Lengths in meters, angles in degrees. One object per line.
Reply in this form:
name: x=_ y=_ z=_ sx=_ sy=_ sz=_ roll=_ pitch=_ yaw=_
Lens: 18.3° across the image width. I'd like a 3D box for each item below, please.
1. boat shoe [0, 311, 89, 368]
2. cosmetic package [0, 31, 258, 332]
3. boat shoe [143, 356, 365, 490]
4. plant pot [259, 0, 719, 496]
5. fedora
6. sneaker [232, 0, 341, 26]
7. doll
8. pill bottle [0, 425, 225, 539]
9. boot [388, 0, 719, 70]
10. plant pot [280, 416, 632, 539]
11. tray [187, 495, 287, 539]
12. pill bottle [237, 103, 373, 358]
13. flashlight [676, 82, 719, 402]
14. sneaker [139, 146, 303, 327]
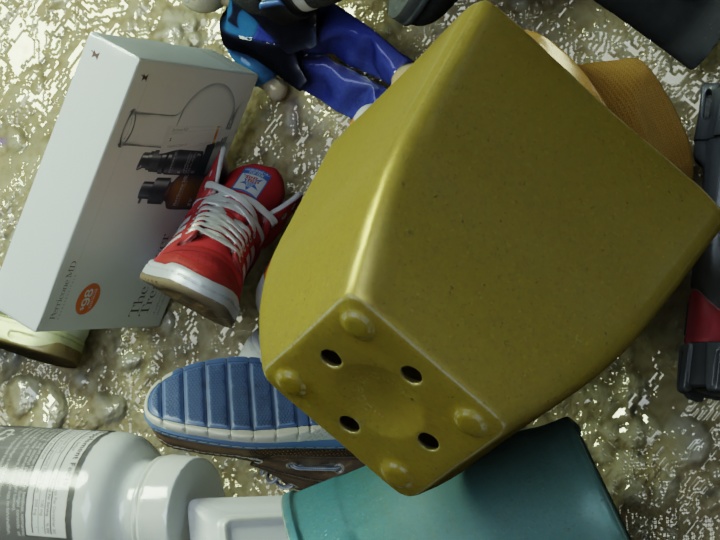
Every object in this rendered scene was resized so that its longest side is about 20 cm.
boat shoe: x=-0.287 y=0.016 z=1.652 sx=0.199 sy=0.073 sz=0.064 roll=15 pitch=80 yaw=25
cosmetic package: x=-0.162 y=-0.058 z=1.540 sx=0.051 sy=0.150 sz=0.201 roll=29 pitch=105 yaw=28
boat shoe: x=-0.039 y=0.106 z=1.432 sx=0.198 sy=0.073 sz=0.073 roll=2 pitch=42 yaw=-1
plant pot: x=0.054 y=0.011 z=1.285 sx=0.195 sy=0.200 sz=0.194 roll=40 pitch=141 yaw=-7
fedora: x=0.153 y=-0.073 z=1.412 sx=0.081 sy=0.201 sz=0.201 roll=-27 pitch=65 yaw=-16
sneaker: x=-0.080 y=-0.258 z=1.480 sx=0.111 sy=0.073 sz=0.201 roll=-23 pitch=92 yaw=29
doll: x=-0.043 y=-0.166 z=1.552 sx=0.199 sy=0.048 sz=0.137 roll=30 pitch=133 yaw=20
pill bottle: x=-0.199 y=0.166 z=1.556 sx=0.198 sy=0.111 sz=0.112 roll=1 pitch=81 yaw=26
boot: x=0.138 y=-0.186 z=1.425 sx=0.199 sy=0.066 sz=0.166 roll=29 pitch=92 yaw=-17
plant pot: x=0.076 y=0.188 z=1.382 sx=0.187 sy=0.200 sz=0.201 roll=-27 pitch=69 yaw=3
tray: x=-0.052 y=0.243 z=1.473 sx=0.106 sy=0.022 sz=0.202 roll=0 pitch=69 yaw=-19
pill bottle: x=0.000 y=0.000 z=1.484 sx=0.112 sy=0.112 sz=0.201 roll=38 pitch=105 yaw=27
flashlight: x=0.242 y=-0.017 z=1.406 sx=0.068 sy=0.067 sz=0.202 roll=-6 pitch=71 yaw=56
sneaker: x=-0.090 y=-0.025 z=1.505 sx=0.071 sy=0.200 sz=0.113 roll=31 pitch=89 yaw=-5
